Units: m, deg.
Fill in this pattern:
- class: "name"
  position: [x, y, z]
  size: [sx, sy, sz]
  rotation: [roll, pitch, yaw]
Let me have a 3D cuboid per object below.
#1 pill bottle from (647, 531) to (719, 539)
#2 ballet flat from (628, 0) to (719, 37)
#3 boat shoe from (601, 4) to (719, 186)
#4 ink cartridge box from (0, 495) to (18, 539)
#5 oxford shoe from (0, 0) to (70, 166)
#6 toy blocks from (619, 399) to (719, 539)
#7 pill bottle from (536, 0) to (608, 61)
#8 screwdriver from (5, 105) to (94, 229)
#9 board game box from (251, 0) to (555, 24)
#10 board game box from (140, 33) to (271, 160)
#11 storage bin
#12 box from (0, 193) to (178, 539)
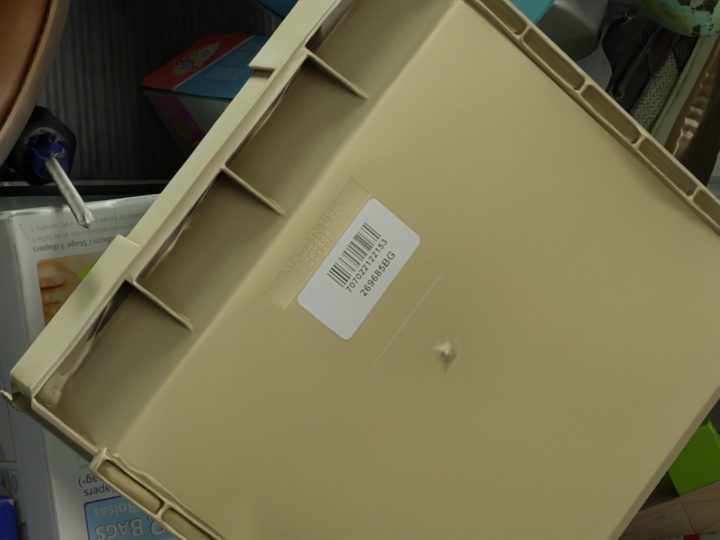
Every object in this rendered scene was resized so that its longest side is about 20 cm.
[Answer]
- class: "pill bottle"
  position: [0.073, 0.171, 0.815]
  size: [0.112, 0.199, 0.113]
  rotation: [-8, 90, -79]
- class: "ballet flat"
  position: [0.095, -0.186, 0.817]
  size: [0.074, 0.074, 0.201]
  rotation: [-15, 75, -37]
- class: "boat shoe"
  position: [0.133, -0.088, 0.872]
  size: [0.072, 0.066, 0.202]
  rotation: [13, 102, -65]
- class: "ink cartridge box"
  position: [-0.187, 0.155, 0.701]
  size: [0.136, 0.076, 0.201]
  rotation: [-7, 89, -38]
- class: "oxford shoe"
  position: [-0.170, -0.052, 0.736]
  size: [0.071, 0.071, 0.201]
  rotation: [37, 66, -23]
- class: "toy blocks"
  position: [0.152, 0.096, 0.912]
  size: [0.100, 0.199, 0.137]
  rotation: [64, 14, -13]
- class: "pill bottle"
  position: [0.082, -0.203, 0.914]
  size: [0.109, 0.109, 0.201]
  rotation: [21, 74, -34]
- class: "screwdriver"
  position: [-0.107, -0.031, 0.709]
  size: [0.028, 0.200, 0.029]
  rotation: [-20, 111, -10]
- class: "board game box"
  position: [0.034, -0.172, 0.736]
  size: [0.151, 0.047, 0.200]
  rotation: [30, 111, -28]
- class: "board game box"
  position: [0.000, 0.000, 0.804]
  size: [0.040, 0.153, 0.201]
  rotation: [-37, 109, -14]
- class: "storage bin"
  position: [0.012, 0.021, 0.681]
  size: [0.198, 0.094, 0.200]
  rotation: [40, 83, -20]
- class: "box"
  position: [-0.086, 0.074, 0.759]
  size: [0.112, 0.101, 0.201]
  rotation: [-8, 91, -31]
